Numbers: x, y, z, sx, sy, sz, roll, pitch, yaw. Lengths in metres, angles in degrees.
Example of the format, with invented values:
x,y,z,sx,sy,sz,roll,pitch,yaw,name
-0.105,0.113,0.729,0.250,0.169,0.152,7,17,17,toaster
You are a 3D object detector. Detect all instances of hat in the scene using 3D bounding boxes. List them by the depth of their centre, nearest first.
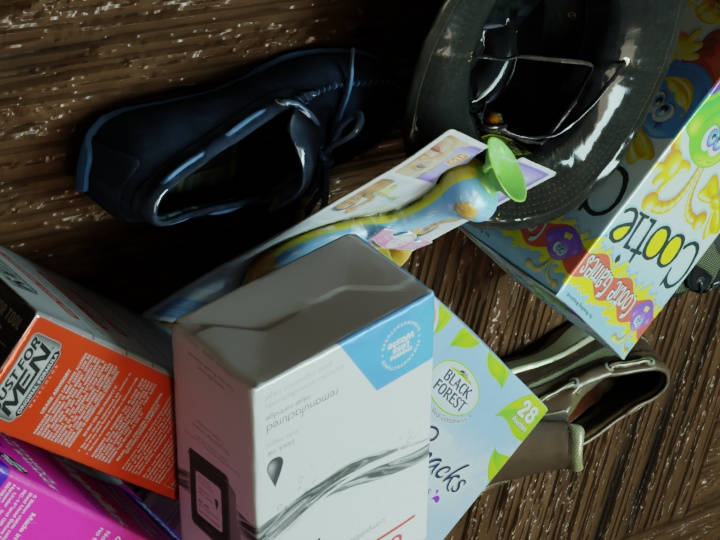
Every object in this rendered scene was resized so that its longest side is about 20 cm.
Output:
x,y,z,sx,sy,sz,roll,pitch,yaw,name
0.083,-0.126,1.218,0.199,0.081,0.202,-20,129,-26,hat

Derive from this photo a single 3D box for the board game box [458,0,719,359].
x,y,z,sx,sy,sz,roll,pitch,yaw,name
0.160,-0.070,1.326,0.201,0.103,0.105,-52,143,0,board game box

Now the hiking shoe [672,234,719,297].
x,y,z,sx,sy,sz,roll,pitch,yaw,name
0.223,-0.021,1.470,0.101,0.076,0.200,-44,134,3,hiking shoe

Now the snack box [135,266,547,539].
x,y,z,sx,sy,sz,roll,pitch,yaw,name
-0.009,0.105,1.309,0.200,0.068,0.169,-52,136,-3,snack box

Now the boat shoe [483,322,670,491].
x,y,z,sx,sy,sz,roll,pitch,yaw,name
0.111,0.095,1.429,0.202,0.075,0.075,-33,139,-24,boat shoe

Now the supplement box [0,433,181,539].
x,y,z,sx,sy,sz,roll,pitch,yaw,name
-0.177,0.140,1.142,0.104,0.101,0.200,-52,144,-1,supplement box

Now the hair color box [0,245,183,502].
x,y,z,sx,sy,sz,roll,pitch,yaw,name
-0.136,0.049,1.113,0.061,0.101,0.200,-55,142,3,hair color box

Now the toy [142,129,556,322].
x,y,z,sx,sy,sz,roll,pitch,yaw,name
0.000,0.000,1.175,0.199,0.048,0.115,-33,156,24,toy

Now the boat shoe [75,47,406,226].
x,y,z,sx,sy,sz,roll,pitch,yaw,name
-0.048,-0.054,1.148,0.199,0.069,0.085,-25,135,-34,boat shoe

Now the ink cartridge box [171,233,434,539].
x,y,z,sx,sy,sz,roll,pitch,yaw,name
-0.027,0.097,1.129,0.115,0.067,0.201,-27,135,-32,ink cartridge box
